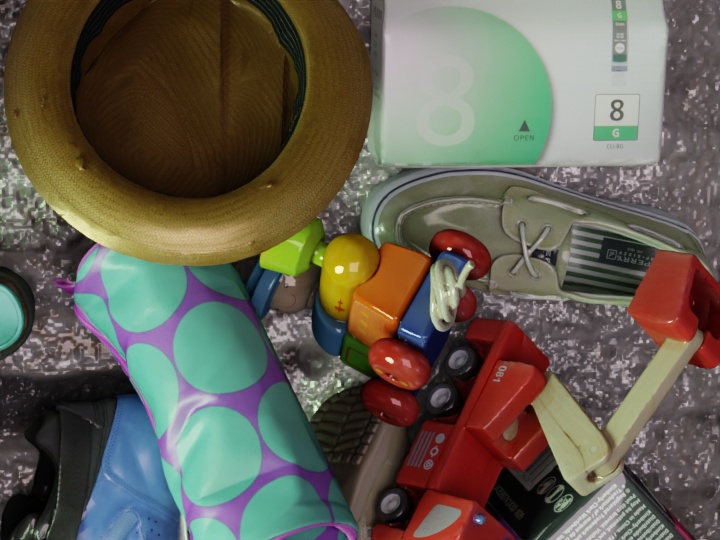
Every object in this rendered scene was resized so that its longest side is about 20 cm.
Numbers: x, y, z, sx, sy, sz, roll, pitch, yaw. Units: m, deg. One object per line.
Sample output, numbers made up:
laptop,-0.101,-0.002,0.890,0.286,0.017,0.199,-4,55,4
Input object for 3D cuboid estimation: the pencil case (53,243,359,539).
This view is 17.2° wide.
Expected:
pencil case,-0.079,0.072,1.233,0.092,0.085,0.200,-26,69,2

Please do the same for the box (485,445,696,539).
box,0.154,0.192,1.339,0.106,0.122,0.200,-43,108,0

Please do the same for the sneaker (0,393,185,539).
sneaker,-0.143,0.166,1.291,0.111,0.077,0.201,2,98,-18

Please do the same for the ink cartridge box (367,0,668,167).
ink cartridge box,0.087,-0.156,1.284,0.160,0.050,0.201,-1,105,-12

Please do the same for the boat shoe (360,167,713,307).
boat shoe,0.101,-0.018,1.310,0.199,0.062,0.072,6,102,-12

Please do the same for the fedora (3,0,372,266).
fedora,-0.090,-0.080,1.221,0.200,0.082,0.201,4,63,-8

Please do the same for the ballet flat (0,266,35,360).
ballet flat,-0.267,0.043,1.242,0.199,0.068,0.068,-13,105,-9

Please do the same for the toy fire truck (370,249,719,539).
toy fire truck,0.102,0.081,1.267,0.049,0.141,0.200,44,63,-40

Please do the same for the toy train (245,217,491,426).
toy train,0.000,0.000,1.220,0.116,0.200,0.085,27,71,6

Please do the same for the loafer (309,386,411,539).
loafer,-0.019,0.160,1.292,0.068,0.076,0.200,45,63,-36
